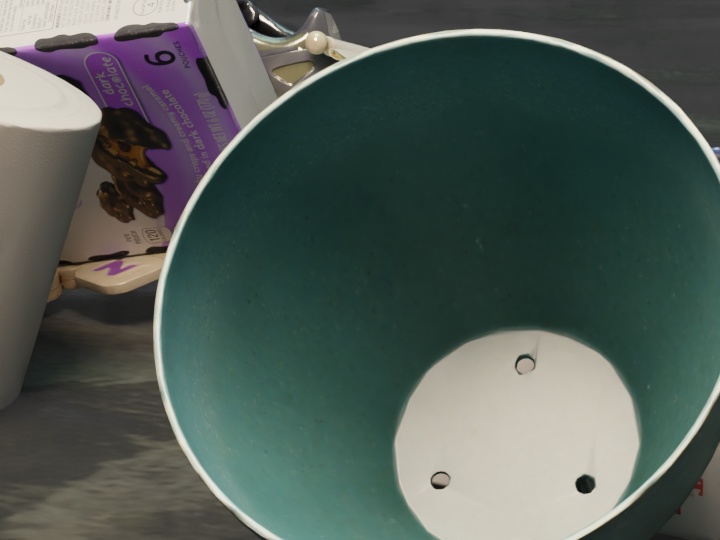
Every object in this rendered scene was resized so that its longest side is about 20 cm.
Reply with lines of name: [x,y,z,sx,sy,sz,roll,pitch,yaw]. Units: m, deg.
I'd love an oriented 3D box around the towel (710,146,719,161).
towel: [0.225,-0.045,1.482,0.199,0.024,0.145,-6,-22,-9]

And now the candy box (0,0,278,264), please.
candy box: [-0.152,-0.082,1.326,0.199,0.168,0.072,-7,51,14]

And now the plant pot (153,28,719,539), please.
plant pot: [0.043,0.037,0.902,0.199,0.201,0.135,5,-25,18]

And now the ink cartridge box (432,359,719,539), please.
ink cartridge box: [0.112,0.037,1.010,0.200,0.116,0.068,8,14,37]

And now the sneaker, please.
sneaker: [-0.094,-0.125,1.557,0.199,0.081,0.074,3,11,17]

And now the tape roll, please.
tape roll: [-0.230,-0.035,1.163,0.202,0.140,0.203,17,11,-4]

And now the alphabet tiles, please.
alphabet tiles: [-0.135,-0.021,1.433,0.200,0.015,0.195,-24,23,-30]

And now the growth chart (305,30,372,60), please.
growth chart: [0.055,-0.087,1.465,0.144,0.018,0.200,16,17,-34]
